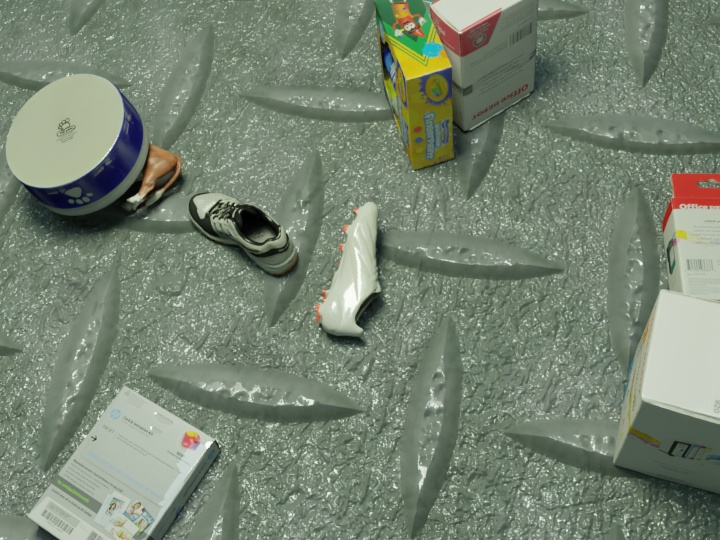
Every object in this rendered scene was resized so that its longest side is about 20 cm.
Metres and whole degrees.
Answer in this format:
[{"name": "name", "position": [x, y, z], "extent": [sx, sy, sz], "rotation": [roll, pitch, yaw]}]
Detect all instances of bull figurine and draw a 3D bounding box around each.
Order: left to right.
[{"name": "bull figurine", "position": [-0.372, -0.169, 1.392], "extent": [0.198, 0.065, 0.122], "rotation": [22, 71, 24]}]

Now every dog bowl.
[{"name": "dog bowl", "position": [-0.420, -0.188, 1.333], "extent": [0.197, 0.079, 0.203], "rotation": [-7, 63, 13]}]

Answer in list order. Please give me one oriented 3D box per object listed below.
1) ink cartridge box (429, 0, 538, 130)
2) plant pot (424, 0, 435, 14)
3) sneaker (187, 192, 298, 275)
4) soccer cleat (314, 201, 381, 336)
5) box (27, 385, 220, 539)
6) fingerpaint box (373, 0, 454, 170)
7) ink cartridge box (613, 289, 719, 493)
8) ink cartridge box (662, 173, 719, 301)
[{"name": "ink cartridge box", "position": [0.187, -0.332, 1.353], "extent": [0.145, 0.201, 0.083], "rotation": [-31, 57, -13]}, {"name": "plant pot", "position": [0.134, -0.423, 1.450], "extent": [0.197, 0.135, 0.203], "rotation": [-3, 59, 5]}, {"name": "sneaker", "position": [-0.175, -0.075, 1.303], "extent": [0.198, 0.088, 0.076], "rotation": [28, 67, 22]}, {"name": "soccer cleat", "position": [0.000, 0.000, 1.256], "extent": [0.076, 0.069, 0.202], "rotation": [16, 69, 9]}, {"name": "box", "position": [-0.297, 0.268, 1.138], "extent": [0.154, 0.041, 0.201], "rotation": [25, 66, 19]}, {"name": "fingerpaint box", "position": [0.080, -0.281, 1.332], "extent": [0.072, 0.201, 0.169], "rotation": [-16, 59, -3]}, {"name": "ink cartridge box", "position": [0.391, 0.145, 1.046], "extent": [0.143, 0.201, 0.149], "rotation": [13, 61, 13]}, {"name": "ink cartridge box", "position": [0.480, -0.032, 1.220], "extent": [0.114, 0.068, 0.203], "rotation": [2, 60, 6]}]
